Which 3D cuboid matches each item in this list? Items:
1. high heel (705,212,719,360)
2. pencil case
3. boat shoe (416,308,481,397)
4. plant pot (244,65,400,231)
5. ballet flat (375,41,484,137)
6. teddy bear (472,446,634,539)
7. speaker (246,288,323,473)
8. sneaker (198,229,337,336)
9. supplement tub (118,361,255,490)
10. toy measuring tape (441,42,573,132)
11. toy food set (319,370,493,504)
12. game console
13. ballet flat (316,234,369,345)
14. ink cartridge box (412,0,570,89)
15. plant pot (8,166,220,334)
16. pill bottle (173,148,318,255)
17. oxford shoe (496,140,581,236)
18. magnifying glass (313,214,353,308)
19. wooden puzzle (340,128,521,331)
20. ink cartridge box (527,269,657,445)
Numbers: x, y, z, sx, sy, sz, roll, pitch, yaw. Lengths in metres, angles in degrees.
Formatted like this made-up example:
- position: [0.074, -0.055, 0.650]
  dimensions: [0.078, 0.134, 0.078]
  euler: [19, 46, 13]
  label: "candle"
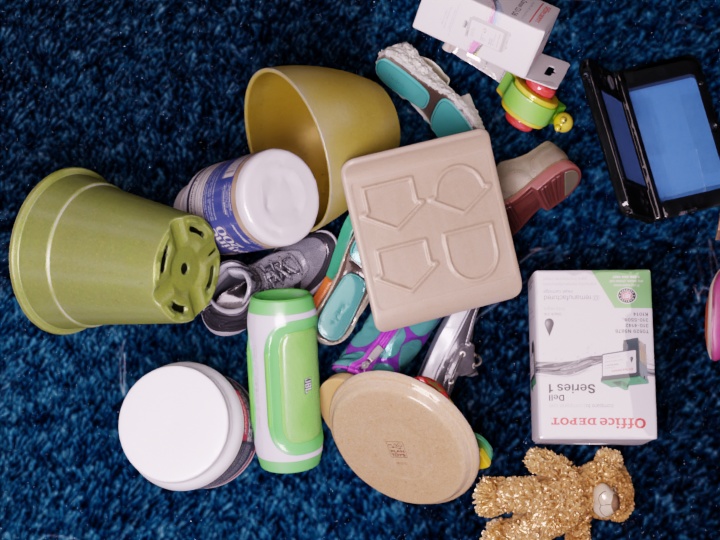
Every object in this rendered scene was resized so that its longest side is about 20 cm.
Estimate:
- position: [0.475, 0.016, 1.324]
  dimensions: [0.094, 0.067, 0.204]
  euler: [9, 77, 15]
  label: "high heel"
- position: [0.052, 0.059, 1.330]
  dimensions: [0.084, 0.092, 0.202]
  euler: [32, 82, 8]
  label: "pencil case"
- position: [0.113, 0.117, 1.330]
  dimensions: [0.065, 0.070, 0.203]
  euler: [25, 82, -1]
  label: "boat shoe"
- position: [-0.035, -0.167, 1.341]
  dimensions: [0.140, 0.200, 0.202]
  euler: [-22, 78, -29]
  label: "plant pot"
- position: [0.105, -0.222, 1.394]
  dimensions: [0.072, 0.072, 0.200]
  euler: [-43, 82, -5]
  label: "ballet flat"
- position: [0.231, 0.280, 1.294]
  dimensions: [0.196, 0.067, 0.148]
  euler: [3, 82, 4]
  label: "teddy bear"
- position: [-0.088, 0.128, 1.274]
  dimensions: [0.087, 0.089, 0.204]
  euler: [-2, 100, 3]
  label: "speaker"
- position: [-0.113, 0.010, 1.336]
  dimensions: [0.198, 0.114, 0.076]
  euler: [-32, 80, -3]
  label: "sneaker"
- position: [-0.196, 0.182, 1.266]
  dimensions: [0.137, 0.200, 0.143]
  euler: [0, 80, 3]
  label: "supplement tub"
- position: [0.184, -0.234, 1.381]
  dimensions: [0.198, 0.074, 0.074]
  euler: [35, 83, 5]
  label: "toy measuring tape"
- position: [0.050, 0.195, 1.272]
  dimensions: [0.198, 0.049, 0.200]
  euler: [-21, 110, 38]
  label: "toy food set"
- position: [0.370, -0.172, 1.346]
  dimensions: [0.115, 0.175, 0.204]
  euler: [-20, 77, 28]
  label: "game console"
- position: [0.000, 0.000, 1.340]
  dimensions: [0.067, 0.062, 0.201]
  euler: [36, 89, -4]
  label: "ballet flat"
- position: [0.178, -0.311, 1.371]
  dimensions: [0.197, 0.117, 0.068]
  euler: [26, 124, 7]
  label: "ink cartridge box"
- position: [-0.271, -0.013, 1.276]
  dimensions: [0.187, 0.199, 0.204]
  euler: [7, 79, 28]
  label: "plant pot"
- position: [-0.146, -0.077, 1.307]
  dimensions: [0.109, 0.198, 0.113]
  euler: [3, 85, -36]
  label: "pill bottle"
- position: [0.178, -0.090, 1.374]
  dimensions: [0.198, 0.071, 0.075]
  euler: [-30, 53, -1]
  label: "oxford shoe"
- position: [-0.023, -0.006, 1.361]
  dimensions: [0.022, 0.079, 0.202]
  euler: [33, 94, 25]
  label: "magnifying glass"
- position: [0.082, -0.047, 1.270]
  dimensions: [0.182, 0.046, 0.204]
  euler: [-14, 96, -9]
  label: "wooden puzzle"
- position: [0.278, 0.107, 1.313]
  dimensions: [0.143, 0.084, 0.204]
  euler: [-1, 79, 3]
  label: "ink cartridge box"
